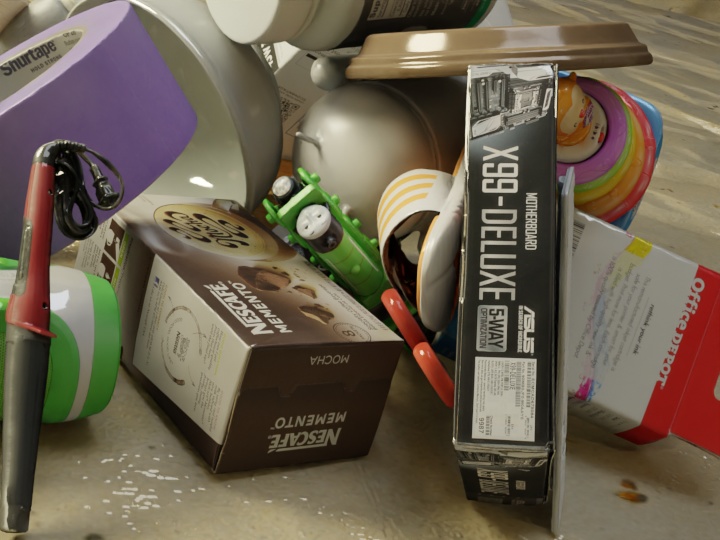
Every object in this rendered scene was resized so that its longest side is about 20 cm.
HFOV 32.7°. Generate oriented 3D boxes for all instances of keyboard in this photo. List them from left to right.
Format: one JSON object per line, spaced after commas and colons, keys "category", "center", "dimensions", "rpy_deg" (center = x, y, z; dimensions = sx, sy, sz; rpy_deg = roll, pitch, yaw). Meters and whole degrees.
{"category": "keyboard", "center": [0.114, 0.046, 0.689], "dimensions": [0.011, 0.202, 0.056], "rpy_deg": [1, 19, 7]}

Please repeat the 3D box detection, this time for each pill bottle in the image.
{"category": "pill bottle", "center": [-0.004, -0.212, 0.849], "dimensions": [0.199, 0.114, 0.113], "rpy_deg": [-14, 35, -38]}

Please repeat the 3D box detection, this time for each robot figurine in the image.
{"category": "robot figurine", "center": [0.026, -0.086, 0.895], "dimensions": [0.170, 0.113, 0.199], "rpy_deg": [55, 38, 7]}

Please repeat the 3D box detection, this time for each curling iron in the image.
{"category": "curling iron", "center": [-0.152, 0.026, 0.600], "dimensions": [0.049, 0.202, 0.026], "rpy_deg": [17, -25, -27]}

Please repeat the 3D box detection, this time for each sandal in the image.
{"category": "sandal", "center": [0.041, -0.030, 0.781], "dimensions": [0.059, 0.080, 0.207], "rpy_deg": [9, 27, 9]}

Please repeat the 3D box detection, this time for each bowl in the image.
{"category": "bowl", "center": [-0.121, -0.120, 0.891], "dimensions": [0.200, 0.203, 0.090], "rpy_deg": [29, 48, 30]}

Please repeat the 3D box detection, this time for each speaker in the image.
{"category": "speaker", "center": [-0.227, 0.035, 0.623], "dimensions": [0.198, 0.089, 0.088], "rpy_deg": [4, 24, -28]}

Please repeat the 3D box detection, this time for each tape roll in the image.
{"category": "tape roll", "center": [-0.207, -0.080, 0.766], "dimensions": [0.198, 0.085, 0.201], "rpy_deg": [-25, 24, 12]}

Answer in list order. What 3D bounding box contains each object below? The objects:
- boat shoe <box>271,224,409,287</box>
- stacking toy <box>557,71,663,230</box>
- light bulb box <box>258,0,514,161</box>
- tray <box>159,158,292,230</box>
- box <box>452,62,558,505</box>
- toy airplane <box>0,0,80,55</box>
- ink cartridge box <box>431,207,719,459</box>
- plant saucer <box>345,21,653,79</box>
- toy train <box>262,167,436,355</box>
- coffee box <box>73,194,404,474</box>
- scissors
{"category": "boat shoe", "center": [0.000, -0.017, 0.941], "dimensions": [0.066, 0.070, 0.199], "rpy_deg": [41, 27, 18]}
{"category": "stacking toy", "center": [0.138, -0.089, 0.803], "dimensions": [0.109, 0.117, 0.200], "rpy_deg": [23, -1, 14]}
{"category": "light bulb box", "center": [0.002, -0.191, 1.073], "dimensions": [0.197, 0.200, 0.126], "rpy_deg": [20, 46, -38]}
{"category": "tray", "center": [-0.104, -0.070, 1.031], "dimensions": [0.198, 0.037, 0.099], "rpy_deg": [11, 22, -14]}
{"category": "box", "center": [0.080, 0.015, 0.664], "dimensions": [0.049, 0.202, 0.158], "rpy_deg": [1, -20, 8]}
{"category": "toy airplane", "center": [-0.229, -0.169, 0.995], "dimensions": [0.141, 0.200, 0.200], "rpy_deg": [34, 42, 19]}
{"category": "ink cartridge box", "center": [0.161, 0.038, 0.814], "dimensions": [0.198, 0.117, 0.067], "rpy_deg": [25, -14, 1]}
{"category": "plant saucer", "center": [0.088, -0.142, 0.794], "dimensions": [0.198, 0.030, 0.200], "rpy_deg": [-2, 9, 0]}
{"category": "toy train", "center": [0.000, 0.000, 0.800], "dimensions": [0.057, 0.042, 0.200], "rpy_deg": [52, 4, 36]}
{"category": "coffee box", "center": [-0.081, 0.030, 0.743], "dimensions": [0.112, 0.081, 0.200], "rpy_deg": [2, 26, -39]}
{"category": "scissors", "center": [0.047, 0.064, 0.753], "dimensions": [0.073, 0.014, 0.200], "rpy_deg": [57, -1, 21]}
